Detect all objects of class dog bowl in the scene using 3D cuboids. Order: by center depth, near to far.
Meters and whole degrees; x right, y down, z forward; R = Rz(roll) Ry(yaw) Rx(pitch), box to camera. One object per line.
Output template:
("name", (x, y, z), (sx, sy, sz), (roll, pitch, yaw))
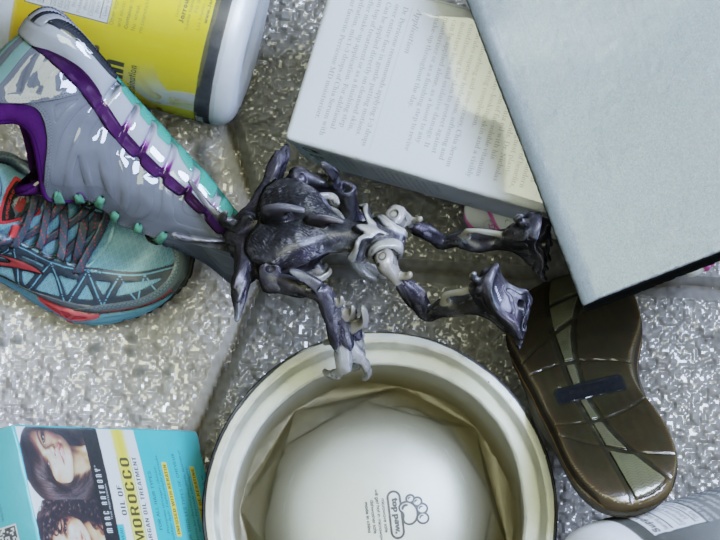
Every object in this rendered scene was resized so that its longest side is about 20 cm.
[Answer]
("dog bowl", (0.010, 0.140, 1.359), (0.198, 0.074, 0.202), (0, 78, -2))

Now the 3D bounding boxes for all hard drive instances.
("hard drive", (0.150, -0.095, 1.281), (0.139, 0.033, 0.201), (-21, 79, 5))

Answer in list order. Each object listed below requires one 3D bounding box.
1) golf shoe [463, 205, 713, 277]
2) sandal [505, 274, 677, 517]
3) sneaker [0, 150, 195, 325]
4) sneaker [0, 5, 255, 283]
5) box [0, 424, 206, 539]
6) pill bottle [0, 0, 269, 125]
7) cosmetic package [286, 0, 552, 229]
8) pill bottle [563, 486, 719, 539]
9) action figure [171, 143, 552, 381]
("golf shoe", (0.116, -0.044, 1.406), (0.199, 0.075, 0.092), (35, 88, 13))
("sandal", (0.133, 0.074, 1.349), (0.081, 0.055, 0.201), (-11, 40, -6))
("sneaker", (-0.194, -0.023, 1.374), (0.198, 0.096, 0.080), (14, 79, 1))
("sneaker", (-0.142, -0.052, 1.346), (0.087, 0.074, 0.200), (-42, 109, -2))
("box", (-0.147, 0.129, 1.293), (0.049, 0.200, 0.083), (-18, 79, 22))
("pill bottle", (-0.157, -0.162, 1.395), (0.199, 0.112, 0.113), (15, 79, 2))
("cosmetic package", (0.070, -0.089, 1.346), (0.199, 0.071, 0.102), (17, 85, 12))
("pill bottle", (0.174, 0.183, 1.300), (0.199, 0.114, 0.115), (-12, 78, -29))
("action figure", (0.000, 0.000, 1.310), (0.198, 0.102, 0.119), (8, 53, 13))
